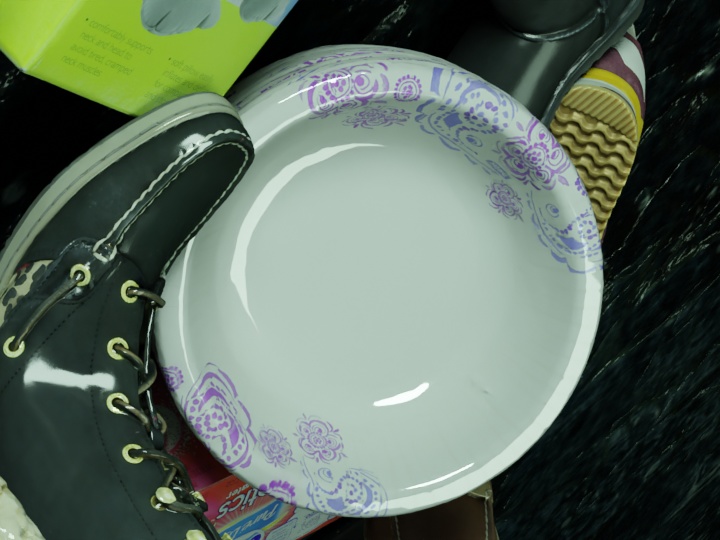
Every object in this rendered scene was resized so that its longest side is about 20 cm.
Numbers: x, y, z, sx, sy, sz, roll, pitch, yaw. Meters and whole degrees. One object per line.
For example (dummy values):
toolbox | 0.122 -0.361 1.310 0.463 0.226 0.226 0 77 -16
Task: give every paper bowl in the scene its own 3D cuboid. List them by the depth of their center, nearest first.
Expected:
paper bowl | 0.000 0.000 0.862 0.201 0.201 0.104 -47 -160 1

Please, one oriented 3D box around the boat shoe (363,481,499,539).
boat shoe | 0.035 0.102 1.033 0.075 0.201 0.072 -6 136 -5

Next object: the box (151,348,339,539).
box | -0.075 0.086 0.947 0.199 0.095 0.100 -22 148 -43

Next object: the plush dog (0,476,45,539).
plush dog | -0.220 0.077 0.621 0.171 0.199 0.161 -36 136 -25

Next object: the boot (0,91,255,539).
boot | -0.084 0.049 0.733 0.204 0.154 0.073 -45 155 5

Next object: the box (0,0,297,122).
box | -0.044 -0.149 0.709 0.200 0.048 0.122 -51 155 10

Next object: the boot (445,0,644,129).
boot | 0.061 -0.131 0.875 0.165 0.065 0.200 -52 159 -9

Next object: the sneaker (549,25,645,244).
sneaker | 0.108 -0.048 1.055 0.201 0.074 0.090 116 -4 -45

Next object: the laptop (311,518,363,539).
laptop | -0.057 0.258 1.339 0.187 0.115 0.201 -29 122 -34
